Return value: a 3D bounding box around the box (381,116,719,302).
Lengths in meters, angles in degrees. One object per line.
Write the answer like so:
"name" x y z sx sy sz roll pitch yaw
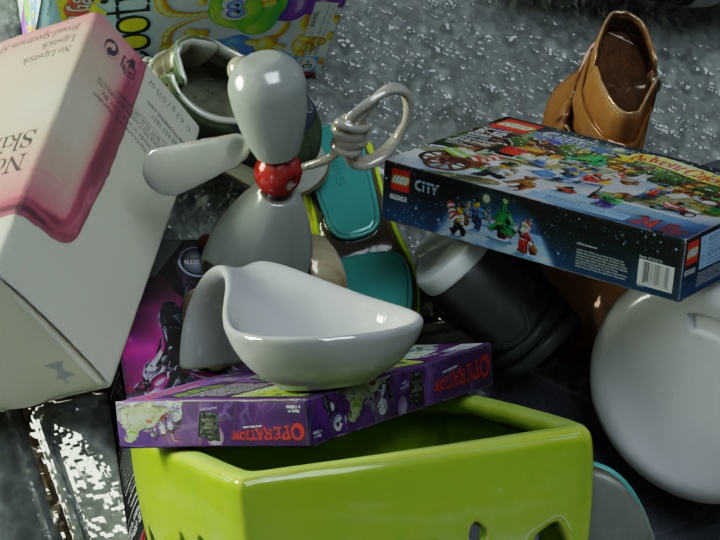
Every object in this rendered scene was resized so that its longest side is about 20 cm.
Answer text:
"box" 0.131 -0.039 1.348 0.199 0.038 0.136 17 23 32

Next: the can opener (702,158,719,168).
"can opener" 0.264 -0.064 1.589 0.199 0.054 0.067 -17 30 -26

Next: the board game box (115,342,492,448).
"board game box" -0.025 0.066 1.249 0.119 0.033 0.200 2 8 31

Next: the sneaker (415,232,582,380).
"sneaker" 0.089 0.009 1.436 0.099 0.071 0.200 49 15 -7

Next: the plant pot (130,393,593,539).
"plant pot" 0.002 0.171 1.223 0.197 0.200 0.183 -6 94 -20

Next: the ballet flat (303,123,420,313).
"ballet flat" 0.000 0.000 1.439 0.066 0.067 0.201 -10 53 -1

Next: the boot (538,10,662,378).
"boot" 0.150 -0.049 1.465 0.073 0.155 0.201 2 55 -16

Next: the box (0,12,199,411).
"box" -0.194 -0.031 1.344 0.109 0.127 0.201 50 40 -36

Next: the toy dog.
"toy dog" -0.063 -0.045 1.332 0.131 0.201 0.096 -4 33 -42

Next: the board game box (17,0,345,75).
"board game box" -0.119 -0.198 1.521 0.198 0.103 0.106 -1 56 -18

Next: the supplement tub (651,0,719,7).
"supplement tub" 0.200 -0.262 1.641 0.198 0.141 0.141 7 54 -13

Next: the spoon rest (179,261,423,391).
"spoon rest" -0.042 0.027 1.214 0.099 0.200 0.061 -8 94 -28

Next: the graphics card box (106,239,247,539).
"graphics card box" -0.084 0.075 1.372 0.124 0.051 0.201 -1 55 -17

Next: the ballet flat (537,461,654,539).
"ballet flat" 0.125 0.184 1.268 0.067 0.201 0.064 16 54 19

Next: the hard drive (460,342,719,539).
"hard drive" 0.121 0.141 1.393 0.199 0.042 0.135 28 53 4

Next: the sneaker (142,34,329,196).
"sneaker" -0.112 -0.114 1.439 0.199 0.090 0.067 18 54 19

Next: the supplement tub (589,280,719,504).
"supplement tub" 0.241 0.043 1.409 0.144 0.145 0.200 42 33 14
